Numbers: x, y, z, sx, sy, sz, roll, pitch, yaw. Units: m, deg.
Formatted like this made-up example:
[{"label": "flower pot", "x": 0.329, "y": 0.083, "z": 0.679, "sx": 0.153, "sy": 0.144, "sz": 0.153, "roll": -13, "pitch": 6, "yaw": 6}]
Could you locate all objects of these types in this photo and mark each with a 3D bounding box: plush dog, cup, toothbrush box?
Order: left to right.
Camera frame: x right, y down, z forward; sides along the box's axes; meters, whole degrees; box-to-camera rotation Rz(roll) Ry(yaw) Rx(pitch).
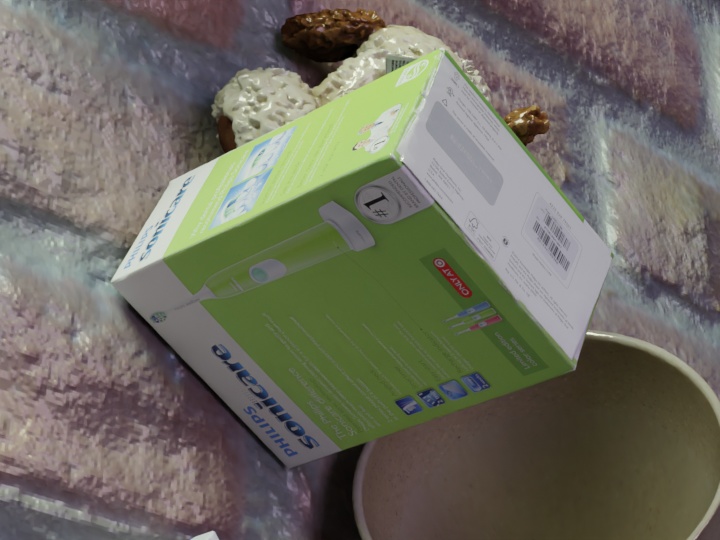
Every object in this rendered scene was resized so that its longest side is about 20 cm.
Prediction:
[{"label": "toothbrush box", "x": 0.000, "y": 0.000, "z": 1.005, "sx": 0.146, "sy": 0.199, "sz": 0.086, "roll": 47, "pitch": 42, "yaw": -22}, {"label": "plush dog", "x": 0.031, "y": -0.078, "z": 1.140, "sx": 0.200, "sy": 0.160, "sz": 0.172, "roll": 49, "pitch": 19, "yaw": -20}, {"label": "cup", "x": 0.107, "y": 0.152, "z": 1.088, "sx": 0.201, "sy": 0.199, "sz": 0.144, "roll": -63, "pitch": 147, "yaw": -43}]

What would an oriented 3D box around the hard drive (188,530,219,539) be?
[{"label": "hard drive", "x": -0.062, "y": 0.243, "z": 0.957, "sx": 0.132, "sy": 0.025, "sz": 0.201, "roll": -39, "pitch": 102, "yaw": -49}]
